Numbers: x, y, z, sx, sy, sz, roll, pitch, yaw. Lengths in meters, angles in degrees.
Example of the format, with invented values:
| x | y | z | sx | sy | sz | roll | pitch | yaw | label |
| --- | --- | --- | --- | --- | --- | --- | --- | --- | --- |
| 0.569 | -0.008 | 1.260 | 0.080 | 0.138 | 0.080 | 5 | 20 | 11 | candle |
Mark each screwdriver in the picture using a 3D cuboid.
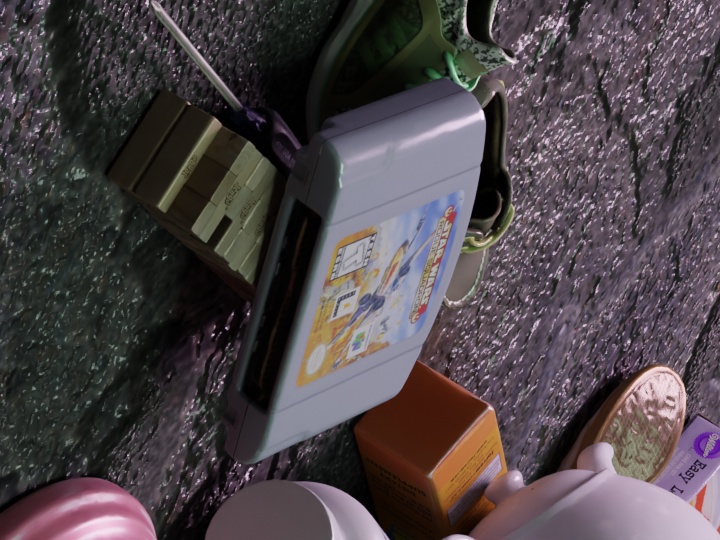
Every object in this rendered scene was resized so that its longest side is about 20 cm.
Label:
| x | y | z | sx | sy | sz | roll | pitch | yaw | label |
| --- | --- | --- | --- | --- | --- | --- | --- | --- | --- |
| -0.070 | -0.086 | 1.403 | 0.029 | 0.028 | 0.200 | -33 | 151 | 9 | screwdriver |

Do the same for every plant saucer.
| x | y | z | sx | sy | sz | roll | pitch | yaw | label |
| --- | --- | --- | --- | --- | --- | --- | --- | --- | --- |
| -0.168 | 0.208 | 1.492 | 0.200 | 0.051 | 0.201 | -41 | 147 | -34 | plant saucer |

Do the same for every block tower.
| x | y | z | sx | sy | sz | roll | pitch | yaw | label |
| --- | --- | --- | --- | --- | --- | --- | --- | --- | --- |
| -0.057 | -0.022 | 1.453 | 0.058 | 0.054 | 0.200 | -56 | 152 | -5 | block tower |

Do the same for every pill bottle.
| x | y | z | sx | sy | sz | roll | pitch | yaw | label |
| --- | --- | --- | --- | --- | --- | --- | --- | --- | --- |
| -0.024 | 0.195 | 1.650 | 0.113 | 0.112 | 0.200 | -54 | 151 | -12 | pill bottle |

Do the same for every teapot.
| x | y | z | sx | sy | sz | roll | pitch | yaw | label |
| --- | --- | --- | --- | --- | --- | --- | --- | --- | --- |
| 0.123 | 0.188 | 1.721 | 0.197 | 0.146 | 0.200 | -34 | 175 | -14 | teapot |

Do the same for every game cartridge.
| x | y | z | sx | sy | sz | roll | pitch | yaw | label |
| --- | --- | --- | --- | --- | --- | --- | --- | --- | --- |
| 0.000 | 0.000 | 1.467 | 0.133 | 0.041 | 0.201 | -19 | 137 | -42 | game cartridge |

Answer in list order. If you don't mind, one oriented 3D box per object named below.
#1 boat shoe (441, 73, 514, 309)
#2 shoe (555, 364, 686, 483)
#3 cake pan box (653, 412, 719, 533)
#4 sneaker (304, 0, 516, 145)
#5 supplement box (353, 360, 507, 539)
| x | y | z | sx | sy | sz | roll | pitch | yaw | label |
| --- | --- | --- | --- | --- | --- | --- | --- | --- | --- |
| 0.052 | -0.044 | 1.605 | 0.072 | 0.060 | 0.202 | -43 | 148 | -29 | boat shoe |
| 0.159 | 0.149 | 1.987 | 0.070 | 0.053 | 0.200 | 41 | 73 | -29 | shoe |
| 0.222 | 0.236 | 2.165 | 0.184 | 0.052 | 0.200 | -42 | 147 | -27 | cake pan box |
| 0.035 | -0.114 | 1.480 | 0.077 | 0.088 | 0.201 | -12 | 127 | -55 | sneaker |
| 0.052 | 0.145 | 1.779 | 0.069 | 0.066 | 0.200 | -48 | 150 | -21 | supplement box |
